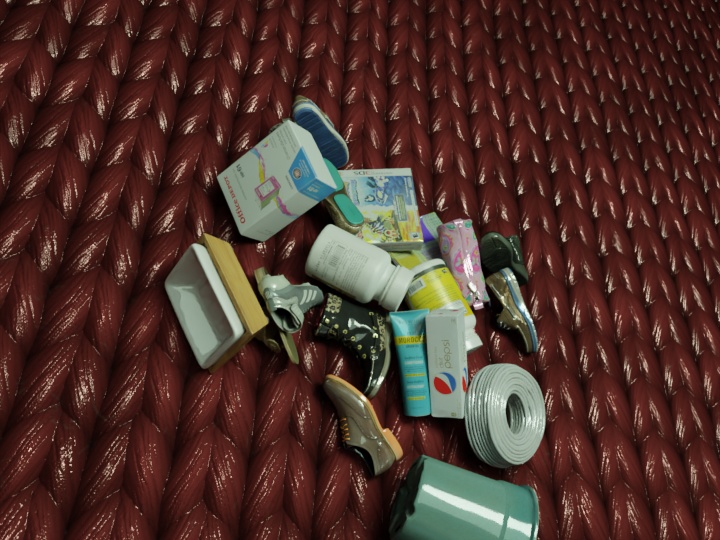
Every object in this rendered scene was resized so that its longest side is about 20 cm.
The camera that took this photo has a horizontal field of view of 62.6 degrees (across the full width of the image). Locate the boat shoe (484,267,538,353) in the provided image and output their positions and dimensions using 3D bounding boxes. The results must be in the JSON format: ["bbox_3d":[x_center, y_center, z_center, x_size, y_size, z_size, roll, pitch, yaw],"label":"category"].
[{"bbox_3d":[0.335,0.098,1.330,0.072,0.072,0.200,-21,85,0],"label":"boat shoe"}]

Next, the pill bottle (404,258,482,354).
[{"bbox_3d":[0.168,0.086,1.233,0.112,0.112,0.200,-17,71,-31],"label":"pill bottle"}]

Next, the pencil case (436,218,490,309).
[{"bbox_3d":[0.226,-0.011,1.298,0.087,0.087,0.200,-9,85,-28],"label":"pencil case"}]

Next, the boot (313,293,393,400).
[{"bbox_3d":[-0.017,0.140,1.142,0.150,0.073,0.200,23,52,-12],"label":"boot"}]

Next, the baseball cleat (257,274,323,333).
[{"bbox_3d":[-0.122,0.069,1.094,0.200,0.070,0.107,22,46,-61],"label":"baseball cleat"}]

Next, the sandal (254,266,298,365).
[{"bbox_3d":[-0.180,0.096,1.113,0.070,0.078,0.212,-23,63,0],"label":"sandal"}]

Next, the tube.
[{"bbox_3d":[0.102,0.177,1.145,0.077,0.050,0.200,-5,87,-2],"label":"tube"}]

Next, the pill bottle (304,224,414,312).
[{"bbox_3d":[0.000,0.000,1.183,0.200,0.114,0.114,27,54,7],"label":"pill bottle"}]

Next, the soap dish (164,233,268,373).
[{"bbox_3d":[-0.254,0.058,1.041,0.081,0.157,0.200,-11,66,-47],"label":"soap dish"}]

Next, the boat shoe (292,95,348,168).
[{"bbox_3d":[-0.085,-0.308,1.309,0.072,0.200,0.072,-22,53,10],"label":"boat shoe"}]

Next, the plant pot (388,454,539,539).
[{"bbox_3d":[0.165,0.421,1.002,0.196,0.200,0.200,25,55,0],"label":"plant pot"}]

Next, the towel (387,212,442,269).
[{"bbox_3d":[0.134,-0.060,1.346,0.200,0.023,0.144,-16,61,-31],"label":"towel"}]

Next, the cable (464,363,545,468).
[{"bbox_3d":[0.286,0.284,1.163,0.200,0.069,0.200,38,56,-31],"label":"cable"}]

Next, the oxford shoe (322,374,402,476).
[{"bbox_3d":[-0.010,0.278,1.071,0.073,0.071,0.200,-36,81,-30],"label":"oxford shoe"}]

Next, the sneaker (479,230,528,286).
[{"bbox_3d":[0.323,-0.050,1.370,0.199,0.076,0.114,38,36,-43],"label":"sneaker"}]

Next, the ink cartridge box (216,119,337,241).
[{"bbox_3d":[-0.169,-0.172,1.171,0.085,0.200,0.145,13,47,-61],"label":"ink cartridge box"}]

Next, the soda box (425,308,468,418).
[{"bbox_3d":[0.168,0.177,1.140,0.068,0.064,0.200,-22,108,-67],"label":"soda box"}]

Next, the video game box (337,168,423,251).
[{"bbox_3d":[0.035,-0.135,1.313,0.182,0.047,0.200,-5,63,-5],"label":"video game box"}]

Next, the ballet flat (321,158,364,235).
[{"bbox_3d":[-0.057,-0.149,1.253,0.070,0.065,0.200,-11,59,-28],"label":"ballet flat"}]

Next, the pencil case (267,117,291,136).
[{"bbox_3d":[-0.151,-0.230,1.284,0.078,0.089,0.200,0,62,-25],"label":"pencil case"}]
